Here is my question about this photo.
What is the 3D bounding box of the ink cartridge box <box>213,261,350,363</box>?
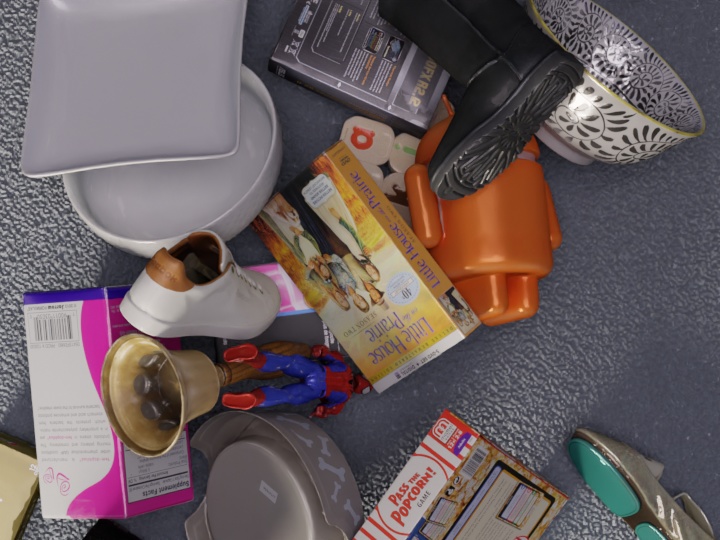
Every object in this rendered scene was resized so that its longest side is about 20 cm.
[{"bbox_3d":[-0.039,0.035,1.713,0.199,0.037,0.095,-8,90,-4],"label":"ink cartridge box"}]

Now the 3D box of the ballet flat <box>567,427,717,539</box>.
[{"bbox_3d":[0.268,0.213,1.719,0.062,0.067,0.200,-41,96,-29],"label":"ballet flat"}]

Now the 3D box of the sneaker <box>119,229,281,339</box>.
[{"bbox_3d":[-0.117,0.009,1.595,0.073,0.200,0.085,37,109,21],"label":"sneaker"}]

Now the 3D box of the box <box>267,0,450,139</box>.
[{"bbox_3d":[0.026,-0.243,1.694,0.158,0.048,0.201,23,82,-3],"label":"box"}]

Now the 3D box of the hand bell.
[{"bbox_3d":[-0.117,0.090,1.618,0.104,0.199,0.105,9,104,40],"label":"hand bell"}]

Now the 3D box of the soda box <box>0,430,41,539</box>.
[{"bbox_3d":[-0.346,0.249,1.686,0.064,0.068,0.201,22,90,-1],"label":"soda box"}]

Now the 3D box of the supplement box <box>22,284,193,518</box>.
[{"bbox_3d":[-0.224,0.115,1.656,0.101,0.103,0.201,-4,90,33],"label":"supplement box"}]

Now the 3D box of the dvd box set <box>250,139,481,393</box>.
[{"bbox_3d":[0.000,0.000,1.633,0.029,0.146,0.200,-38,92,-40],"label":"dvd box set"}]

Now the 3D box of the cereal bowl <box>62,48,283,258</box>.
[{"bbox_3d":[-0.161,-0.094,1.666,0.199,0.083,0.201,-5,62,10],"label":"cereal bowl"}]

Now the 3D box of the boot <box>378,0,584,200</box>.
[{"bbox_3d":[0.073,-0.178,1.596,0.165,0.066,0.200,-44,59,5],"label":"boot"}]

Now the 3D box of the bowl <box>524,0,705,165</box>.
[{"bbox_3d":[0.201,-0.158,1.662,0.201,0.201,0.094,40,115,-2],"label":"bowl"}]

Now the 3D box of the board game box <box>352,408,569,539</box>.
[{"bbox_3d":[0.089,0.224,1.644,0.046,0.200,0.152,35,88,37],"label":"board game box"}]

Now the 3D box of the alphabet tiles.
[{"bbox_3d":[0.064,-0.059,1.706,0.195,0.015,0.201,16,79,-6],"label":"alphabet tiles"}]

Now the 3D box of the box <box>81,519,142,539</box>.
[{"bbox_3d":[-0.211,0.314,1.625,0.148,0.200,0.125,35,89,-1],"label":"box"}]

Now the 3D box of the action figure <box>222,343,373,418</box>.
[{"bbox_3d":[-0.046,0.097,1.632,0.051,0.200,0.066,-7,82,29],"label":"action figure"}]

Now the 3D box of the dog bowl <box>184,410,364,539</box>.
[{"bbox_3d":[-0.075,0.216,1.646,0.058,0.200,0.201,-14,91,-44],"label":"dog bowl"}]

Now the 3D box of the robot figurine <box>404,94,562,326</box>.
[{"bbox_3d":[0.109,-0.054,1.647,0.143,0.117,0.201,-5,80,-3],"label":"robot figurine"}]

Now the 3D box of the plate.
[{"bbox_3d":[-0.195,-0.171,1.649,0.199,0.032,0.201,-5,62,10],"label":"plate"}]
